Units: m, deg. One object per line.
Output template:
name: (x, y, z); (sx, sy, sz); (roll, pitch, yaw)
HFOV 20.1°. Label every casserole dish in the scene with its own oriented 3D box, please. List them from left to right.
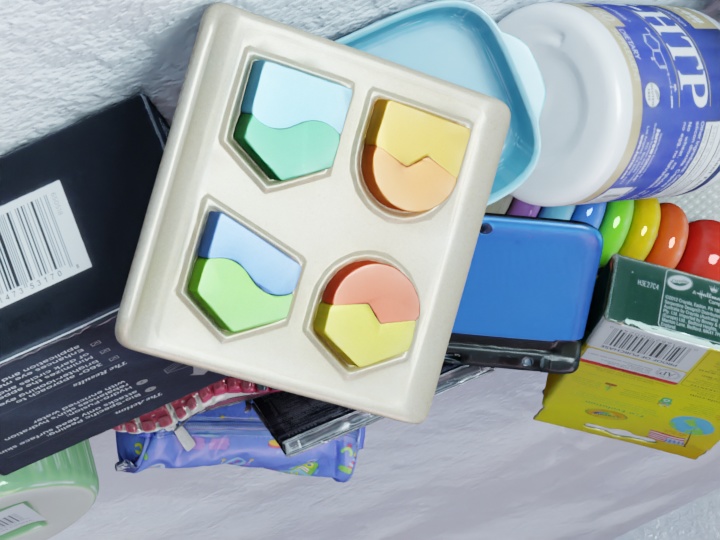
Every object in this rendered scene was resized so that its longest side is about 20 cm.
casserole dish: (0.008, -0.077, 1.158); (0.199, 0.121, 0.039); (-24, -166, 4)

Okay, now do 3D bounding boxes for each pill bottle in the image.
pill bottle: (0.170, -0.103, 1.246); (0.200, 0.120, 0.120); (-7, 157, -46)

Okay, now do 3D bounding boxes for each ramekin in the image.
ramekin: (-0.283, 0.146, 1.452); (0.199, 0.098, 0.200); (-21, 162, -7)

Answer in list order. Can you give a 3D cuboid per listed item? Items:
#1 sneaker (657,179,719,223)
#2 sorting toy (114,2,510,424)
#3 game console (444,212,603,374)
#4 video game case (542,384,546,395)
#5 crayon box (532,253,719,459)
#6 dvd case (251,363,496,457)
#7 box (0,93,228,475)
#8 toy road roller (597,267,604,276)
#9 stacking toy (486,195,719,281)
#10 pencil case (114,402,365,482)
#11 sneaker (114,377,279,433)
sneaker: (0.196, -0.068, 1.388); (0.199, 0.082, 0.074); (11, 118, -7)
sorting toy: (-0.018, -0.026, 1.078); (0.199, 0.186, 0.036); (17, 178, -29)
game console: (0.045, -0.005, 1.295); (0.199, 0.119, 0.171); (6, -163, 0)
video game case: (0.238, 0.014, 1.527); (0.025, 0.181, 0.200); (38, 153, -25)
crayon box: (0.198, 0.063, 1.357); (0.126, 0.051, 0.200); (15, 155, -4)
dvd case: (0.002, 0.078, 1.405); (0.148, 0.016, 0.200); (-23, -170, -7)
box: (-0.170, 0.016, 1.183); (0.196, 0.118, 0.200); (-24, 161, 2)
toy road roller: (0.164, -0.017, 1.486); (0.146, 0.123, 0.200); (37, 101, -26)
stacking toy: (0.162, -0.033, 1.319); (0.199, 0.086, 0.085); (18, 148, -15)
pencil case: (-0.092, 0.120, 1.561); (0.199, 0.078, 0.087); (5, -179, -23)
sneaker: (-0.107, 0.070, 1.433); (0.199, 0.081, 0.075); (-8, 174, 14)
